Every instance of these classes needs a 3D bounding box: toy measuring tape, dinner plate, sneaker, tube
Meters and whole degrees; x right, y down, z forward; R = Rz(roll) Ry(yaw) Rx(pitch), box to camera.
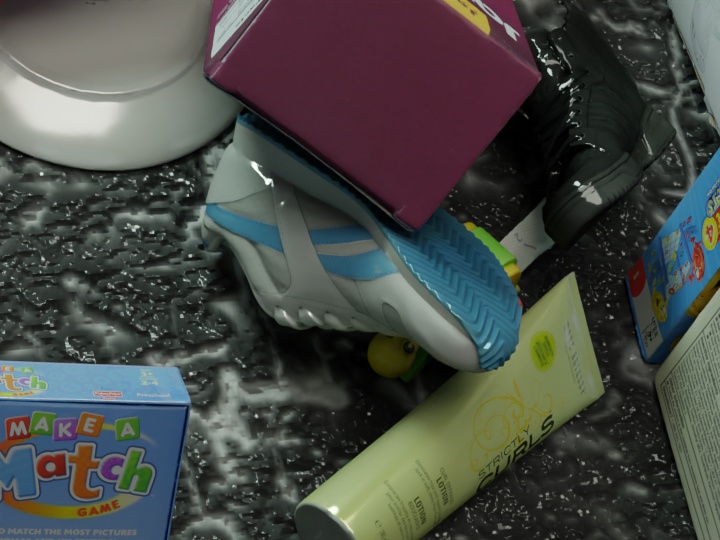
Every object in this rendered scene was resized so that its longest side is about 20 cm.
[{"bbox_3d":[0.073,-0.010,1.235,0.074,0.074,0.200,43,56,10],"label":"toy measuring tape"},{"bbox_3d":[-0.147,-0.144,1.274,0.199,0.024,0.201,9,56,-13],"label":"dinner plate"},{"bbox_3d":[0.000,0.000,1.167,0.076,0.081,0.200,3,28,-49],"label":"sneaker"},{"bbox_3d":[0.111,-0.084,1.268,0.104,0.060,0.200,47,28,1],"label":"sneaker"},{"bbox_3d":[0.053,0.082,1.178,0.200,0.058,0.052,-36,75,-32],"label":"tube"}]

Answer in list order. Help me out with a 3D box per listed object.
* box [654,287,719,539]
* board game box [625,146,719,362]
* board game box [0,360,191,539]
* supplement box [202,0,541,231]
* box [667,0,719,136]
[{"bbox_3d":[0.242,0.057,1.170,0.108,0.200,0.128,-2,60,-19],"label":"box"},{"bbox_3d":[0.268,-0.021,1.231,0.199,0.196,0.056,1,59,-18],"label":"board game box"},{"bbox_3d":[-0.161,0.132,0.996,0.150,0.201,0.037,3,27,-17],"label":"board game box"},{"bbox_3d":[0.003,-0.123,1.175,0.131,0.103,0.200,37,15,-15],"label":"supplement box"},{"bbox_3d":[0.293,-0.116,1.344,0.175,0.097,0.201,2,47,-18],"label":"box"}]
